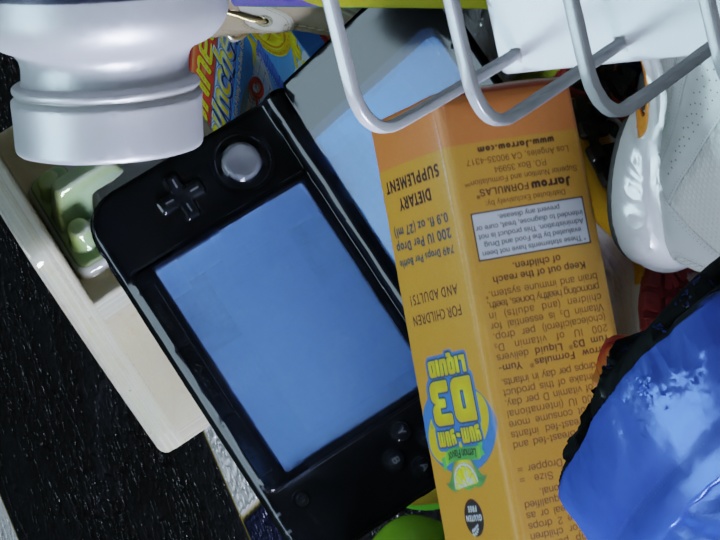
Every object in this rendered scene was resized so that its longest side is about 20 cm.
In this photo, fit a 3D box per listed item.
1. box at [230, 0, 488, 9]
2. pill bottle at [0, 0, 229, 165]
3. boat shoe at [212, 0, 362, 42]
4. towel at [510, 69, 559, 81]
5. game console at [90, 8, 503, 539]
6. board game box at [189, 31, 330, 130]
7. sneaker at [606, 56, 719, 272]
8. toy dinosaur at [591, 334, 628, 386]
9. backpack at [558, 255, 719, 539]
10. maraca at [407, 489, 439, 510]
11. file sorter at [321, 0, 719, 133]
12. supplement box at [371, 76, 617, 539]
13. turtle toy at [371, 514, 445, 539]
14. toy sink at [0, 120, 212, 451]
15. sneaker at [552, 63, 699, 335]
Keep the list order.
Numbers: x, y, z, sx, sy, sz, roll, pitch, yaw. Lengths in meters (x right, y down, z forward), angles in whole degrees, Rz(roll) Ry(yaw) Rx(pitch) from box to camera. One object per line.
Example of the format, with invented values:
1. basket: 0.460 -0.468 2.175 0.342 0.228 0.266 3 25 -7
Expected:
1. box: 0.036 -0.163 0.955 0.198 0.048 0.118 1 125 18
2. pill bottle: -0.112 -0.150 1.001 0.111 0.110 0.202 21 116 61
3. boat shoe: -0.059 -0.147 1.146 0.065 0.199 0.073 -50 36 38
4. towel: 0.121 -0.005 1.079 0.201 0.018 0.086 67 153 9
5. game console: 0.000 0.000 1.091 0.201 0.175 0.116 56 162 7
6. board game box: -0.028 -0.075 1.301 0.196 0.056 0.201 54 152 32
7. sneaker: 0.146 -0.086 0.907 0.092 0.076 0.201 19 128 41
8. toy dinosaur: 0.151 0.110 0.928 0.181 0.105 0.201 39 127 20
9. backpack: 0.177 0.059 0.767 0.168 0.199 0.163 58 153 27
10. maraca: 0.031 0.034 1.200 0.137 0.107 0.201 35 126 16
11. file sorter: 0.094 -0.127 0.800 0.199 0.124 0.140 -3 109 35
12. supplement box: 0.061 0.029 0.964 0.066 0.068 0.202 -19 83 64
13. turtle toy: 0.083 0.143 1.081 0.146 0.199 0.102 49 -152 -55
14. toy sink: -0.115 -0.025 1.240 0.131 0.112 0.200 53 173 36
15. sneaker: 0.111 0.014 1.019 0.082 0.077 0.201 -30 72 44
